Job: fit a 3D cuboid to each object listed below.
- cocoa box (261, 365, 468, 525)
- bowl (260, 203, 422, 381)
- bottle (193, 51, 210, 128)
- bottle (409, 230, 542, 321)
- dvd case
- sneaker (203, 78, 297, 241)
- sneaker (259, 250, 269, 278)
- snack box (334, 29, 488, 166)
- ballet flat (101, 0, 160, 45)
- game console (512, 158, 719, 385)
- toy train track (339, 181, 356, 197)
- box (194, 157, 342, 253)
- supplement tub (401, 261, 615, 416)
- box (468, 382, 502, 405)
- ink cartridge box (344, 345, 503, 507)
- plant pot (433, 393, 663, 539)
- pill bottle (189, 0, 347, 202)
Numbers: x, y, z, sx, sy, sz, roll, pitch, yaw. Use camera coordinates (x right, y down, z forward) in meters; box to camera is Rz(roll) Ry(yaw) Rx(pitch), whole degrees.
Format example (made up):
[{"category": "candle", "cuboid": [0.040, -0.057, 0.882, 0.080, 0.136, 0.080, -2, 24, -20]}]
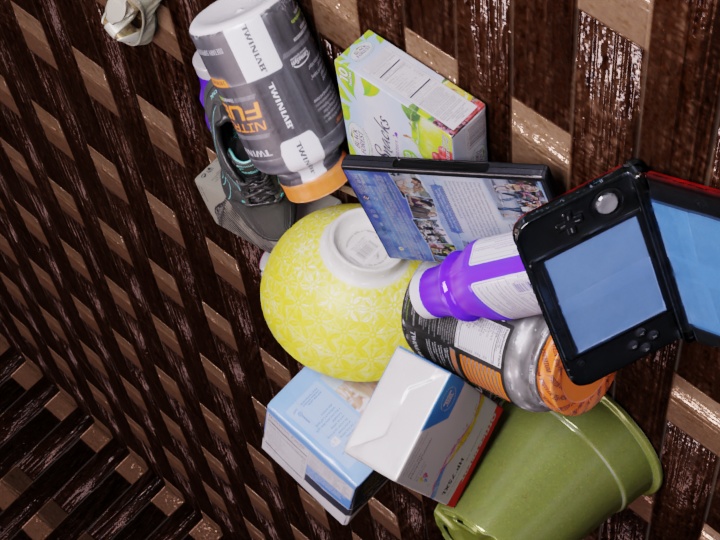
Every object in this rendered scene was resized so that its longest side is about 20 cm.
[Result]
[{"category": "cocoa box", "cuboid": [0.008, 0.142, 1.714, 0.133, 0.200, 0.131, 40, 157, 13]}, {"category": "bowl", "cuboid": [0.000, 0.000, 1.629, 0.200, 0.200, 0.108, 39, 148, 18]}, {"category": "bottle", "cuboid": [-0.123, -0.156, 1.719, 0.083, 0.065, 0.201, 27, 152, 39]}, {"category": "bottle", "cuboid": [0.128, 0.006, 1.431, 0.083, 0.066, 0.199, 32, 150, -33]}, {"category": "dvd case", "cuboid": [0.093, -0.051, 1.448, 0.198, 0.018, 0.143, 6, 146, 28]}, {"category": "sneaker", "cuboid": [-0.116, -0.103, 1.647, 0.080, 0.075, 0.201, -99, -10, -55]}, {"category": "sneaker", "cuboid": [-0.044, 0.052, 1.947, 0.201, 0.081, 0.088, 56, 156, -14]}, {"category": "snack box", "cuboid": [0.052, -0.113, 1.493, 0.142, 0.053, 0.201, 37, 158, 26]}, {"category": "ballet flat", "cuboid": [-0.258, -0.287, 1.765, 0.067, 0.062, 0.200, 46, 160, 2]}, {"category": "game console", "cuboid": [0.239, 0.023, 1.298, 0.201, 0.171, 0.119, 64, 180, -39]}, {"category": "toy train track", "cuboid": [0.014, -0.085, 1.634, 0.199, 0.033, 0.114, 25, -169, 30]}, {"category": "box", "cuboid": [-0.097, -0.067, 1.854, 0.199, 0.068, 0.082, 28, 154, 41]}, {"category": "supplement tub", "cuboid": [0.143, 0.058, 1.536, 0.199, 0.123, 0.123, 25, 151, 44]}, {"category": "box", "cuboid": [0.082, 0.081, 1.813, 0.198, 0.050, 0.200, 41, 160, 17]}, {"category": "ink cartridge box", "cuboid": [0.072, 0.160, 1.590, 0.067, 0.117, 0.200, 26, 176, 29]}, {"category": "plant pot", "cuboid": [0.180, 0.227, 1.685, 0.200, 0.190, 0.200, 40, 160, 18]}, {"category": "pill bottle", "cuboid": [-0.077, -0.166, 1.539, 0.106, 0.106, 0.201, 15, 136, 55]}]
